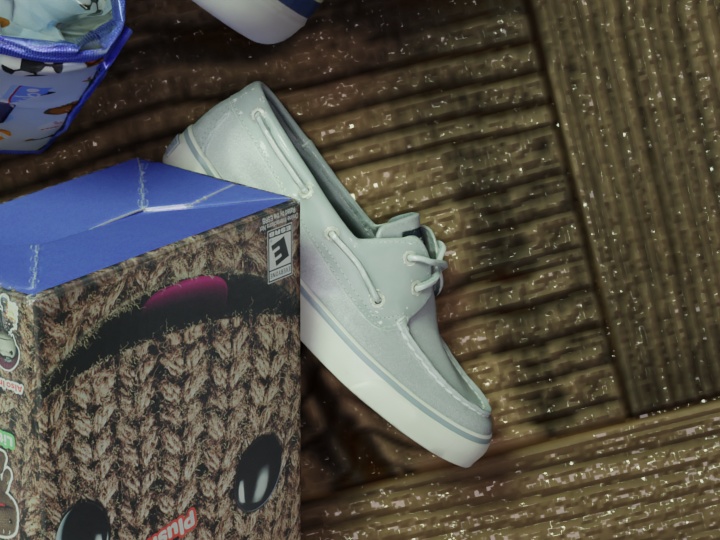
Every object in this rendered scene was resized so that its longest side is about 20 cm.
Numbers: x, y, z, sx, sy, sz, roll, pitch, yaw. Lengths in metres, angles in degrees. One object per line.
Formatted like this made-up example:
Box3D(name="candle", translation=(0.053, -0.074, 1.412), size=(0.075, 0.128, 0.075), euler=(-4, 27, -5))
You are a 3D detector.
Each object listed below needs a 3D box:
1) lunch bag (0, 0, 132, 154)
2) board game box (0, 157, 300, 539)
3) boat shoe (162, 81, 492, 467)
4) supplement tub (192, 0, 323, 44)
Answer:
Box3D(name="lunch bag", translation=(-0.192, -0.134, 1.013), size=(0.200, 0.170, 0.124), euler=(40, 71, -6))
Box3D(name="board game box", translation=(-0.111, 0.072, 1.032), size=(0.097, 0.159, 0.200), euler=(16, 116, 36))
Box3D(name="boat shoe", translation=(0.000, -0.001, 1.093), size=(0.072, 0.070, 0.201), euler=(-42, 93, 12))
Box3D(name="supplement tub", translation=(-0.028, -0.212, 1.024), size=(0.145, 0.145, 0.200), euler=(39, 97, -5))
